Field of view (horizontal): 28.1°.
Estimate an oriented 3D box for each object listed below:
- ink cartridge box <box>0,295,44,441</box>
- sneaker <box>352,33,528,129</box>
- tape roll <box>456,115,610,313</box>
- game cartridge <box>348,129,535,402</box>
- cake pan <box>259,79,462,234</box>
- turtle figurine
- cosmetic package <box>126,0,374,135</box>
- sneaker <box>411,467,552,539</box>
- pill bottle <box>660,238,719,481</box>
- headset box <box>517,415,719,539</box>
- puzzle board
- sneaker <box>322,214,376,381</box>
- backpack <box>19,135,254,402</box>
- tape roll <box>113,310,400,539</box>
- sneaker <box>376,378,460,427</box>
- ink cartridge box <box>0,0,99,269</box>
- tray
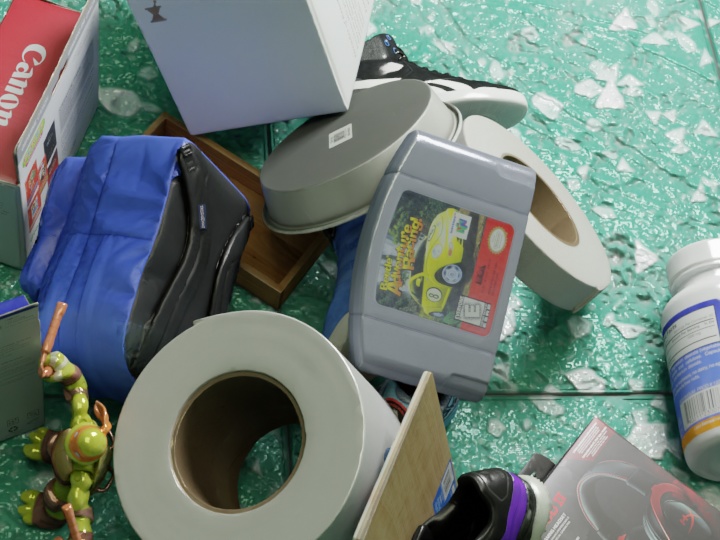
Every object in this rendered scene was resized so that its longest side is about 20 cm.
[{"bbox_3d":[-0.298,0.078,1.115,0.099,0.201,0.039,-19,64,-23],"label":"ink cartridge box"},{"bbox_3d":[0.062,-0.190,1.428,0.198,0.073,0.113,-7,61,-13],"label":"sneaker"},{"bbox_3d":[0.151,-0.053,1.312,0.202,0.037,0.203,40,24,-22],"label":"tape roll"},{"bbox_3d":[0.062,-0.005,1.172,0.132,0.041,0.202,15,83,-15],"label":"game cartridge"},{"bbox_3d":[-0.007,-0.106,1.266,0.200,0.199,0.037,-46,119,-30],"label":"cake pan"},{"bbox_3d":[-0.222,0.136,1.107,0.064,0.161,0.202,-4,74,-25],"label":"turtle figurine"},{"bbox_3d":[-0.095,-0.261,1.337,0.166,0.167,0.201,-6,43,18],"label":"cosmetic package"},{"bbox_3d":[0.065,0.241,1.106,0.069,0.099,0.202,22,88,46],"label":"sneaker"},{"bbox_3d":[0.331,0.077,1.293,0.111,0.112,0.202,3,57,-9],"label":"pill bottle"},{"bbox_3d":[0.210,0.232,1.193,0.199,0.075,0.149,38,60,13],"label":"headset box"},{"bbox_3d":[0.038,0.196,1.116,0.017,0.201,0.152,10,53,20],"label":"puzzle board"},{"bbox_3d":[0.001,0.000,1.276,0.076,0.201,0.111,16,14,-43],"label":"sneaker"},{"bbox_3d":[-0.192,0.011,1.201,0.166,0.162,0.202,1,69,26],"label":"backpack"},{"bbox_3d":[-0.072,0.148,1.110,0.201,0.139,0.205,-7,67,16],"label":"tape roll"},{"bbox_3d":[0.015,0.132,1.205,0.079,0.096,0.200,36,59,12],"label":"sneaker"},{"bbox_3d":[-0.300,-0.137,1.264,0.083,0.176,0.201,16,56,0],"label":"ink cartridge box"},{"bbox_3d":[-0.131,-0.057,1.331,0.199,0.037,0.099,32,58,10],"label":"tray"}]
